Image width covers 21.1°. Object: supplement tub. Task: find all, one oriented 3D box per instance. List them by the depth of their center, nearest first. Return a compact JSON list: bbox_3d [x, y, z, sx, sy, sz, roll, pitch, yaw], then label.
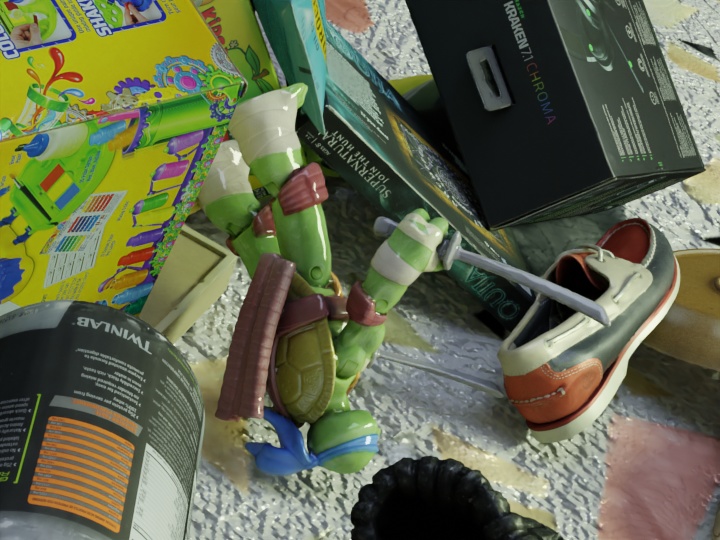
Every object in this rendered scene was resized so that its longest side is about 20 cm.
[{"bbox_3d":[-0.134,0.114,0.822,0.122,0.123,0.200,18,33,-9],"label":"supplement tub"}]

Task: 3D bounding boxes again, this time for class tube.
[{"bbox_3d":[-0.041,-0.154,1.109,0.050,0.078,0.200,-18,30,3],"label":"tube"}]

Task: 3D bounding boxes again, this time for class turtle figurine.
[{"bbox_3d":[0.000,0.000,1.035,0.194,0.199,0.144,64,0,9],"label":"turtle figurine"}]

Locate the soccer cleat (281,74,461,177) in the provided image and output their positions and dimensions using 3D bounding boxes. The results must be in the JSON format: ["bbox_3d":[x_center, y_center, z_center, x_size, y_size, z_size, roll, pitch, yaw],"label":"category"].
[{"bbox_3d":[0.012,-0.099,1.299,0.200,0.065,0.084,-5,14,-32],"label":"soccer cleat"}]

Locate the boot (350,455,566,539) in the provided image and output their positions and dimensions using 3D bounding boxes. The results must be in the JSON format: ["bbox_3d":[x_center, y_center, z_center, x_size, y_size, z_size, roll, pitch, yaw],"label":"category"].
[{"bbox_3d":[0.095,0.158,0.873,0.210,0.080,0.158,21,-13,10],"label":"boot"}]

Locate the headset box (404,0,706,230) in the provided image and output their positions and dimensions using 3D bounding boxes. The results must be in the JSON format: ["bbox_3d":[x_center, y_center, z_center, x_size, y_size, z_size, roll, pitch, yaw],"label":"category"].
[{"bbox_3d":[0.125,-0.125,1.247,0.200,0.093,0.175,-12,81,-63],"label":"headset box"}]

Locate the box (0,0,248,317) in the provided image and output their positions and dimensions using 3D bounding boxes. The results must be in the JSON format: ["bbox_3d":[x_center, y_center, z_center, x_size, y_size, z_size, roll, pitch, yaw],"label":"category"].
[{"bbox_3d":[-0.187,-0.047,0.906,0.192,0.200,0.122,-18,64,-35],"label":"box"}]

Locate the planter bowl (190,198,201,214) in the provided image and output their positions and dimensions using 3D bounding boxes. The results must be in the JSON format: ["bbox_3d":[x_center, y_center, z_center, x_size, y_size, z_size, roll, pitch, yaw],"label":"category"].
[{"bbox_3d":[-0.165,-0.116,1.133,0.200,0.084,0.201,24,19,-9],"label":"planter bowl"}]

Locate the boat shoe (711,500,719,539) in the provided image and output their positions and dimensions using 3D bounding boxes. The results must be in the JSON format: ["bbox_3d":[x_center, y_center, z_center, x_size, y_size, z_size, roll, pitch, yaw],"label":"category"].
[{"bbox_3d":[0.250,0.106,1.129,0.057,0.067,0.200,23,28,9],"label":"boat shoe"}]

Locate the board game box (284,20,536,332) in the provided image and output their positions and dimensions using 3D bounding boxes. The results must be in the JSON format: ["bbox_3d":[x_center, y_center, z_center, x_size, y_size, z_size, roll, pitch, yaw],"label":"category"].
[{"bbox_3d":[0.028,-0.063,1.180,0.200,0.028,0.135,43,19,-29],"label":"board game box"}]

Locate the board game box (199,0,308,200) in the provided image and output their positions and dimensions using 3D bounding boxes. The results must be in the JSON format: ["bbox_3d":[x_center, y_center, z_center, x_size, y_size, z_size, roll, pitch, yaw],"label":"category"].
[{"bbox_3d":[-0.087,-0.150,1.174,0.047,0.102,0.201,-20,77,-1],"label":"board game box"}]

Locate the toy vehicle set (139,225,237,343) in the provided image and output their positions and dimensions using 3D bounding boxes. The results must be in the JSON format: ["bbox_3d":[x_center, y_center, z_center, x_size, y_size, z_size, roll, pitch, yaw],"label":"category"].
[{"bbox_3d":[-0.181,-0.020,1.075,0.200,0.027,0.124,29,33,9],"label":"toy vehicle set"}]

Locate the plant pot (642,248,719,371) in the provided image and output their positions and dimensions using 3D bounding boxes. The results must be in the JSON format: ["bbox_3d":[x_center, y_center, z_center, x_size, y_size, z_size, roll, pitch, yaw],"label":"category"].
[{"bbox_3d":[0.255,0.023,1.226,0.199,0.028,0.200,6,19,-2],"label":"plant pot"}]

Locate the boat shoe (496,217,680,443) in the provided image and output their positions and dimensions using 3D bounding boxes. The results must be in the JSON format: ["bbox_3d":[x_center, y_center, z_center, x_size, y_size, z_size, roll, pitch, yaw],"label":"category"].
[{"bbox_3d":[0.135,0.020,1.151,0.063,0.071,0.200,58,39,-18],"label":"boat shoe"}]

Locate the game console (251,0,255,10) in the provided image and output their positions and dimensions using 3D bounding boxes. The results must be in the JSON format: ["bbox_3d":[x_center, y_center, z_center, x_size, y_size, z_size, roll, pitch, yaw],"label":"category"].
[{"bbox_3d":[-0.137,-0.243,1.272,0.176,0.200,0.031,17,52,-7],"label":"game console"}]

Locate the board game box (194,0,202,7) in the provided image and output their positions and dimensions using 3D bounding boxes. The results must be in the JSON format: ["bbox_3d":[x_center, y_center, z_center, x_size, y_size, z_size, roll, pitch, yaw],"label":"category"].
[{"bbox_3d":[-0.160,-0.159,0.970,0.200,0.148,0.064,-12,60,-45],"label":"board game box"}]
